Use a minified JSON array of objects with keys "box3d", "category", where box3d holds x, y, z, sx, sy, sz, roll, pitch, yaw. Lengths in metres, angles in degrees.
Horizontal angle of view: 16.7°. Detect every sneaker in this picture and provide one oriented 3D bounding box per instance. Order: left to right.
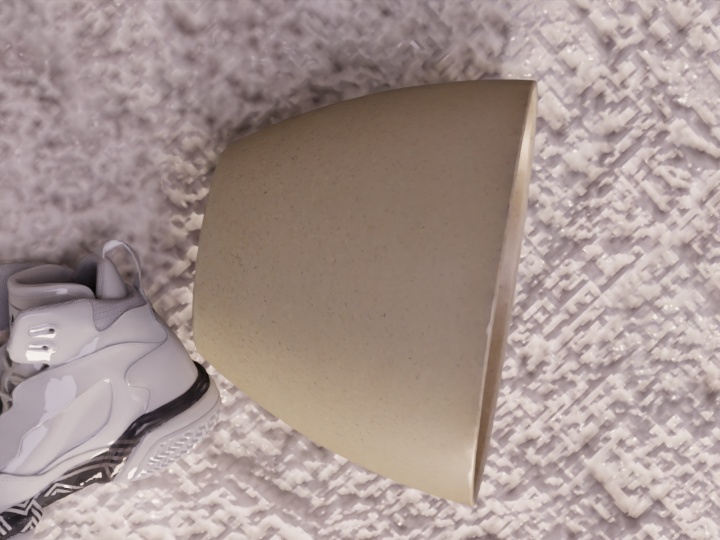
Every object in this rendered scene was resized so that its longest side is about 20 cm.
[{"box3d":[-0.172,0.067,1.170,0.199,0.075,0.115,-29,118,-12],"category":"sneaker"}]

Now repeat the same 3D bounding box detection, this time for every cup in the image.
[{"box3d":[0.000,0.000,1.153,0.142,0.200,0.202,9,111,5],"category":"cup"}]
